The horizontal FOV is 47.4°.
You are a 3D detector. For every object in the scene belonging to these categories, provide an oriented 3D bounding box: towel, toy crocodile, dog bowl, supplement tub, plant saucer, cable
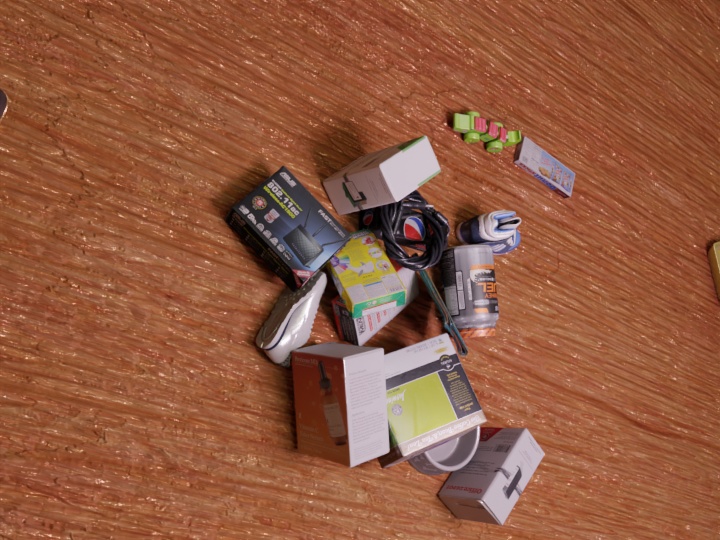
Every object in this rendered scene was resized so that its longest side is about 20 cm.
[{"bbox_3d":[0.165,0.072,1.721,0.147,0.022,0.201,58,6,-51],"label":"towel"},{"bbox_3d":[0.301,-0.335,1.963,0.199,0.062,0.068,14,74,-33],"label":"toy crocodile"},{"bbox_3d":[0.176,0.339,1.763,0.199,0.058,0.202,7,79,-35],"label":"dog bowl"},{"bbox_3d":[0.242,0.049,1.820,0.122,0.122,0.202,-1,83,-36],"label":"supplement tub"},{"bbox_3d":[1.138,0.000,2.518,0.199,0.048,0.202,-14,91,-36],"label":"plant saucer"},{"bbox_3d":[0.109,-0.086,1.685,0.164,0.051,0.200,54,45,-11],"label":"cable"}]

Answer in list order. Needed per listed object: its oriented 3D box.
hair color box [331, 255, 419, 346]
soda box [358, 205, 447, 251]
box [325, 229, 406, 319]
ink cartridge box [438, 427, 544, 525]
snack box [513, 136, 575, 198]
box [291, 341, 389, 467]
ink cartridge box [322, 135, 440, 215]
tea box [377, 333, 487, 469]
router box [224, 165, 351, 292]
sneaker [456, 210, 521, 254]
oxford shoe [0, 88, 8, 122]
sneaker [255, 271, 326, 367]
[{"bbox_3d":[0.034,0.056,1.684,0.200,0.061,0.102,-39,133,-35],"label":"hair color box"},{"bbox_3d":[0.095,-0.094,1.769,0.199,0.071,0.064,13,73,-34],"label":"soda box"},{"bbox_3d":[0.000,0.000,1.630,0.116,0.049,0.201,-14,48,-15],"label":"box"},{"bbox_3d":[0.282,0.440,1.768,0.084,0.144,0.200,52,58,-16],"label":"ink cartridge box"},{"bbox_3d":[0.473,-0.262,2.098,0.199,0.024,0.072,29,66,-29],"label":"snack box"},{"bbox_3d":[-0.039,0.246,1.542,0.106,0.152,0.202,-9,97,-43],"label":"box"},{"bbox_3d":[0.040,-0.191,1.669,0.146,0.199,0.085,-36,106,-33],"label":"ink cartridge box"},{"bbox_3d":[0.108,0.259,1.632,0.199,0.134,0.198,-16,72,-25],"label":"tea box"},{"bbox_3d":[-0.137,-0.081,1.574,0.200,0.062,0.150,46,57,-1],"label":"router box"},{"bbox_3d":[0.335,-0.089,1.894,0.199,0.146,0.081,6,79,-34],"label":"sneaker"},{"bbox_3d":[-0.620,-0.220,1.276,0.071,0.072,0.201,44,60,-21],"label":"oxford shoe"},{"bbox_3d":[-0.122,0.090,1.591,0.081,0.076,0.201,48,65,-29],"label":"sneaker"}]
